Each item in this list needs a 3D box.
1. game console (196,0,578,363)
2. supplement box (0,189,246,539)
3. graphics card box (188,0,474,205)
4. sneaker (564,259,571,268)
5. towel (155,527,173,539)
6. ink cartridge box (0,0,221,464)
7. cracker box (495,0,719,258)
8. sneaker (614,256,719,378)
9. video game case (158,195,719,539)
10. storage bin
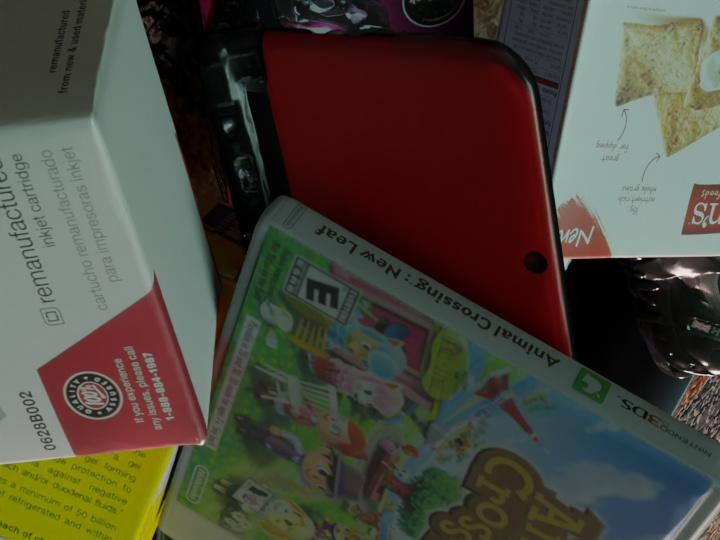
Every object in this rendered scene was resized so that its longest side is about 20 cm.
[{"bbox_3d":[0.016,-0.018,0.628,0.118,0.173,0.201,-8,119,6],"label":"game console"},{"bbox_3d":[-0.126,0.060,0.674,0.109,0.109,0.201,-68,-179,-77],"label":"supplement box"},{"bbox_3d":[-0.014,-0.123,0.712,0.125,0.051,0.201,-11,130,-9],"label":"graphics card box"},{"bbox_3d":[0.000,0.000,0.781,0.199,0.077,0.081,-24,162,17],"label":"sneaker"},{"bbox_3d":[-0.090,0.246,0.882,0.023,0.153,0.201,-4,132,0],"label":"towel"},{"bbox_3d":[-0.159,-0.006,0.535,0.199,0.083,0.147,-7,132,7],"label":"ink cartridge box"},{"bbox_3d":[0.128,-0.107,0.692,0.133,0.058,0.201,-2,110,-35],"label":"cracker box"},{"bbox_3d":[0.168,0.011,0.832,0.199,0.076,0.088,31,104,-19],"label":"sneaker"},{"bbox_3d":[0.020,0.086,0.606,0.022,0.181,0.200,-54,171,-43],"label":"video game case"},{"bbox_3d":[0.116,-0.003,0.924,0.145,0.134,0.201,23,99,-18],"label":"storage bin"}]
